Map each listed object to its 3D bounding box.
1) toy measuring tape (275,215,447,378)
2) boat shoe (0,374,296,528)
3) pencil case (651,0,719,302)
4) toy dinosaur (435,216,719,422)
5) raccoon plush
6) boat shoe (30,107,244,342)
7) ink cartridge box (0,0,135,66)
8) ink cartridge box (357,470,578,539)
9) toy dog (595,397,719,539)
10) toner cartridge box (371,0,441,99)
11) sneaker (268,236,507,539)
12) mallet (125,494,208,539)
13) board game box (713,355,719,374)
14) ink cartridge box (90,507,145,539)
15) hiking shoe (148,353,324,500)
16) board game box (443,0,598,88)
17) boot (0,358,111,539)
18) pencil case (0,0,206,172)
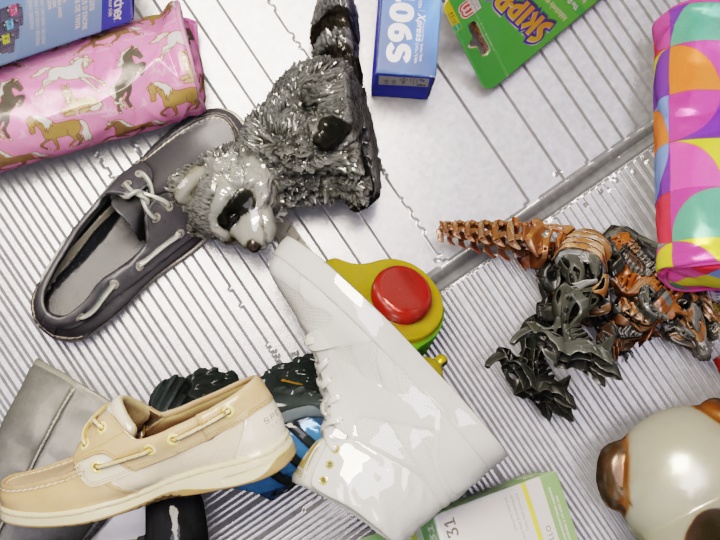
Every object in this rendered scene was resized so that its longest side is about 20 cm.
[{"bbox_3d":[0.000,0.000,1.413,0.073,0.074,0.200,-35,71,-4],"label":"toy measuring tape"},{"bbox_3d":[-0.142,0.111,1.321,0.199,0.074,0.070,-15,102,9],"label":"boat shoe"},{"bbox_3d":[0.238,-0.080,1.391,0.088,0.088,0.202,1,74,-2],"label":"pencil case"},{"bbox_3d":[0.146,0.020,1.408,0.199,0.102,0.136,15,61,13],"label":"toy dinosaur"},{"bbox_3d":[-0.060,-0.096,1.399,0.133,0.201,0.097,-12,130,11],"label":"raccoon plush"},{"bbox_3d":[-0.147,-0.032,1.404,0.073,0.063,0.200,42,85,4],"label":"boat shoe"},{"bbox_3d":[-0.238,-0.207,1.359,0.199,0.077,0.137,-23,52,-25],"label":"ink cartridge box"},{"bbox_3d":[0.061,0.231,1.365,0.199,0.048,0.147,-16,87,-29],"label":"ink cartridge box"},{"bbox_3d":[0.228,0.184,1.348,0.139,0.194,0.201,-30,53,10],"label":"toy dog"},{"bbox_3d":[0.036,-0.223,1.408,0.043,0.095,0.202,5,86,-2],"label":"toner cartridge box"},{"bbox_3d":[-0.013,0.083,1.325,0.116,0.074,0.200,-43,87,-2],"label":"sneaker"},{"bbox_3d":[-0.194,0.175,1.339,0.198,0.041,0.066,2,81,4],"label":"mallet"},{"bbox_3d":[0.299,0.113,1.339,0.046,0.200,0.152,-26,86,-3],"label":"board game box"},{"bbox_3d":[-0.113,0.253,1.383,0.200,0.067,0.117,38,85,1],"label":"ink cartridge box"},{"bbox_3d":[-0.046,0.110,1.405,0.198,0.075,0.087,-2,116,-9],"label":"hiking shoe"},{"bbox_3d":[0.141,-0.217,1.412,0.200,0.096,0.030,-42,48,-8],"label":"board game box"},{"bbox_3d":[-0.257,0.151,1.386,0.181,0.073,0.201,26,90,-7],"label":"boot"},{"bbox_3d":[-0.201,-0.120,1.399,0.199,0.083,0.087,-15,74,-2],"label":"pencil case"}]
